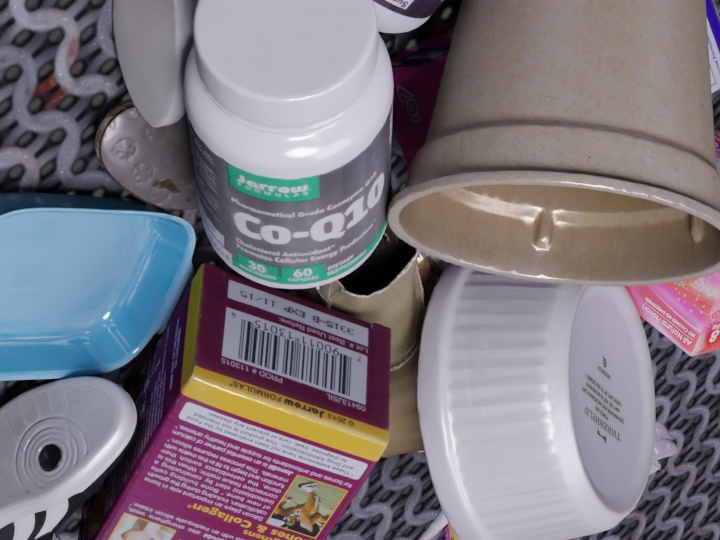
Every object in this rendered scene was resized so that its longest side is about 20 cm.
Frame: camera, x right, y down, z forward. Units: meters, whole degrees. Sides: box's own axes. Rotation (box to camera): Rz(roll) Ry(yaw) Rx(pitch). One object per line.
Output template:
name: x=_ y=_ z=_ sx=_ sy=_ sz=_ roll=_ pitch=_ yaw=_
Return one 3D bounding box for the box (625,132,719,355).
box: x=0.198 y=-0.043 z=1.635 sx=0.094 sy=0.200 sz=0.103 roll=-12 pitch=133 yaw=-44

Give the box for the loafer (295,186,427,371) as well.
loafer: x=0.000 y=0.000 z=1.488 sx=0.076 sy=0.067 sz=0.200 roll=-36 pitch=137 yaw=-13

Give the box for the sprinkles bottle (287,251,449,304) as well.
sprinkles bottle: x=-0.018 y=0.033 z=1.589 sx=0.200 sy=0.068 sz=0.068 roll=-40 pitch=145 yaw=-12

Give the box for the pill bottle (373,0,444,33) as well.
pill bottle: x=0.027 y=-0.211 z=1.341 sx=0.112 sy=0.113 sz=0.200 roll=6 pitch=135 yaw=-50

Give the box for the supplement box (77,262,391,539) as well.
supplement box: x=-0.078 y=0.112 z=1.480 sx=0.130 sy=0.103 sz=0.200 roll=20 pitch=130 yaw=-16

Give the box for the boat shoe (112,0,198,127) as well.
boat shoe: x=-0.090 y=-0.172 z=1.317 sx=0.068 sy=0.072 sz=0.201 roll=-16 pitch=125 yaw=-32

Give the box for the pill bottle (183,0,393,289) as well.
pill bottle: x=-0.038 y=-0.081 z=1.312 sx=0.113 sy=0.113 sz=0.200 roll=-37 pitch=158 yaw=-16

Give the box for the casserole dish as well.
casserole dish: x=-0.183 y=0.005 z=1.407 sx=0.200 sy=0.039 sz=0.121 roll=0 pitch=125 yaw=-49

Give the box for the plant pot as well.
plant pot: x=0.124 y=-0.106 z=1.383 sx=0.200 sy=0.200 sz=0.184 roll=30 pitch=62 yaw=-55

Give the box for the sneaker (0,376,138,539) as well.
sneaker: x=-0.199 y=0.140 z=1.487 sx=0.200 sy=0.073 sz=0.112 roll=-36 pitch=152 yaw=13

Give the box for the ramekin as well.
ramekin: x=0.120 y=0.082 z=1.560 sx=0.202 sy=0.094 sz=0.203 roll=23 pitch=64 yaw=-61

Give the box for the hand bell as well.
hand bell: x=-0.024 y=0.111 z=1.619 sx=0.199 sy=0.104 sz=0.104 roll=-21 pitch=146 yaw=10

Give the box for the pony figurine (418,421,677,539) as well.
pony figurine: x=0.106 y=0.095 z=1.737 sx=0.193 sy=0.167 sz=0.201 roll=-28 pitch=127 yaw=-14

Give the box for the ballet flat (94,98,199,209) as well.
ballet flat: x=-0.084 y=-0.071 z=1.446 sx=0.200 sy=0.046 sz=0.068 roll=6 pitch=116 yaw=-45

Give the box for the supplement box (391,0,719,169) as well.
supplement box: x=0.123 y=-0.124 z=1.532 sx=0.200 sy=0.101 sz=0.104 roll=-31 pitch=107 yaw=-25
